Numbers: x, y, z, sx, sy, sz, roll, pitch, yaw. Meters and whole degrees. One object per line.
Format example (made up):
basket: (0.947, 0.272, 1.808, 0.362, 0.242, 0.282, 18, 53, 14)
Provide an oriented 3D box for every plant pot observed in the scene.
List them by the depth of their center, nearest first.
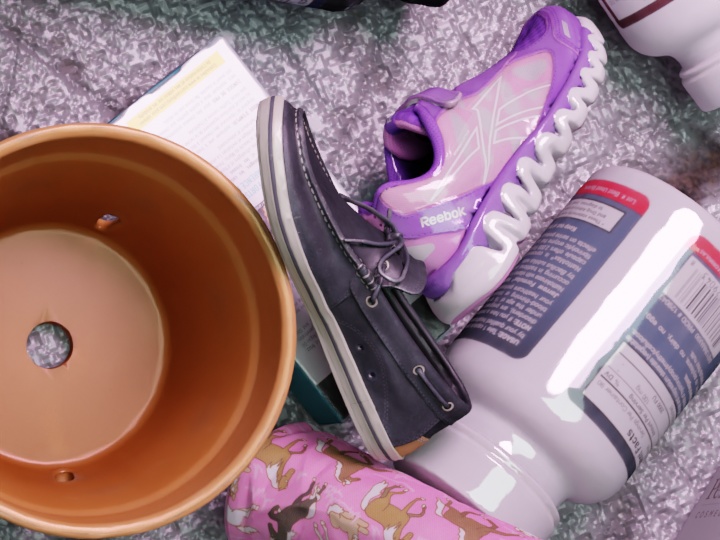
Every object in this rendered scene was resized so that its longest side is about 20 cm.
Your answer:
plant pot: (-0.145, 0.034, 1.320, 0.200, 0.140, 0.201, 2, 84, -15)

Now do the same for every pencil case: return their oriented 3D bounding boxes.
pencil case: (0.023, 0.145, 1.335, 0.083, 0.200, 0.087, -22, 127, -47)

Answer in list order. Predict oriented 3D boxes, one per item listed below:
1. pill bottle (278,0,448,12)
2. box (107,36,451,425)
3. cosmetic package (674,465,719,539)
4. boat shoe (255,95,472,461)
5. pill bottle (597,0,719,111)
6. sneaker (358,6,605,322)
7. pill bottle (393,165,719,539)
pill bottle: (-0.044, -0.199, 1.386, 0.200, 0.112, 0.112, 9, 82, -15)
box: (-0.047, -0.020, 1.401, 0.082, 0.049, 0.200, -40, 96, -16)
cosmetic package: (0.235, 0.227, 1.400, 0.166, 0.167, 0.200, 37, 75, -10)
boat shoe: (0.000, 0.000, 1.309, 0.062, 0.075, 0.200, -20, 108, 10)
pill bottle: (0.168, -0.193, 1.448, 0.113, 0.113, 0.200, -37, 96, -16)
sneaker: (0.061, -0.073, 1.395, 0.088, 0.080, 0.200, 33, 58, -8)
pill bottle: (0.113, 0.054, 1.405, 0.120, 0.120, 0.200, 43, 75, -9)
